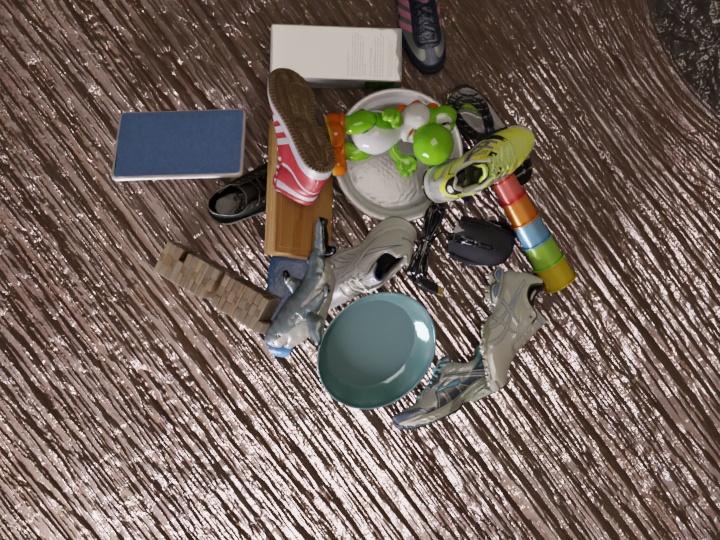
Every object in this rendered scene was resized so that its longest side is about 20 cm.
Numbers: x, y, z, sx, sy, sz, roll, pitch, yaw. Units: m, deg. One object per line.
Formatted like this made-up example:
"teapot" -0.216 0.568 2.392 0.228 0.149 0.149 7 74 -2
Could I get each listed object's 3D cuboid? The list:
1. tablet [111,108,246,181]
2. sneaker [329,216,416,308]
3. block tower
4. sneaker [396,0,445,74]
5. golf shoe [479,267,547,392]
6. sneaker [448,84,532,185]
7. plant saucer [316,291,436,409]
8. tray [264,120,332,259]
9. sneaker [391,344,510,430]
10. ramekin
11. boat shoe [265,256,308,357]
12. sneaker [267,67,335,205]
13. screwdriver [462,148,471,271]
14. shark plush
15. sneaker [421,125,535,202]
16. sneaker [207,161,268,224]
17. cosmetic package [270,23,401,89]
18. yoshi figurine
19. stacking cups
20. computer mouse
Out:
"tablet" -0.275 -0.192 1.566 0.198 0.014 0.131 -1 59 1
"sneaker" 0.000 0.000 1.548 0.074 0.087 0.200 38 119 -24
"block tower" -0.214 0.024 1.563 0.199 0.054 0.058 30 97 16
"sneaker" 0.091 -0.407 1.595 0.070 0.082 0.202 -15 93 -4
"golf shoe" 0.236 0.090 1.582 0.096 0.078 0.202 2 67 18
"sneaker" 0.207 -0.216 1.615 0.074 0.081 0.201 -28 114 19
"plant saucer" 0.021 0.119 1.597 0.198 0.036 0.202 -9 115 -19
"tray" -0.091 -0.120 1.548 0.098 0.037 0.202 7 79 -33
"sneaker" 0.132 0.186 1.629 0.199 0.078 0.087 -26 82 -11
"ramekin" 0.054 -0.174 1.591 0.198 0.098 0.203 0 92 -5
"boat shoe" -0.116 0.031 1.600 0.083 0.069 0.202 16 89 4
"sneaker" -0.099 -0.190 1.495 0.071 0.113 0.201 -8 60 -23
"screwdriver" 0.169 -0.094 1.616 0.029 0.028 0.202 -5 110 5
"shark plush" -0.080 0.025 1.508 0.083 0.091 0.202 14 112 -3
"sneaker" 0.188 -0.153 1.525 0.199 0.076 0.076 -32 111 -21
"sneaker" -0.141 -0.126 1.571 0.199 0.106 0.075 -29 94 -3
"cosmetic package" -0.040 -0.326 1.574 0.198 0.108 0.086 0 93 -3
"yoshi figurine" 0.052 -0.188 1.489 0.198 0.112 0.113 -12 96 -9
"stacking cups" 0.271 -0.062 1.609 0.060 0.061 0.201 -31 106 -3
"computer mouse" 0.164 -0.019 1.587 0.199 0.046 0.142 16 100 -38
